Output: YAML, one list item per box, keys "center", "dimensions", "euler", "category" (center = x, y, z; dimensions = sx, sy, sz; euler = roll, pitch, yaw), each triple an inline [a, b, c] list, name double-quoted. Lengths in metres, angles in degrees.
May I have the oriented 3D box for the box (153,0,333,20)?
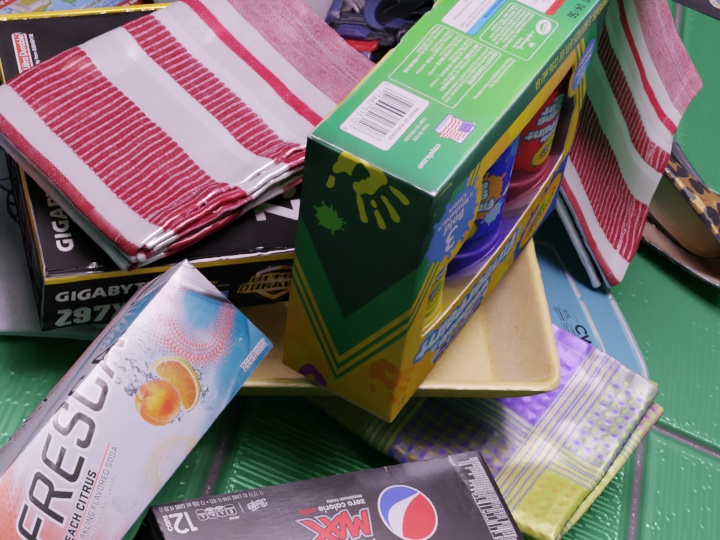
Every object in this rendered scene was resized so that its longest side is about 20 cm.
- center: [-0.081, -0.262, 1.071]
  dimensions: [0.106, 0.153, 0.200]
  euler: [3, 40, -33]
  category: "box"

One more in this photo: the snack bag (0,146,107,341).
- center: [-0.169, -0.037, 0.983]
  dimensions: [0.199, 0.021, 0.189]
  euler: [4, 49, -26]
  category: "snack bag"

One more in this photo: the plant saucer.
- center: [0.000, 0.000, 0.974]
  dimensions: [0.199, 0.049, 0.201]
  euler: [2, 50, -11]
  category: "plant saucer"

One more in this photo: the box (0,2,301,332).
- center: [-0.114, -0.065, 0.942]
  dimensions: [0.159, 0.049, 0.201]
  euler: [-5, 51, -18]
  category: "box"

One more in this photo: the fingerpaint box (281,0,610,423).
- center: [0.046, -0.049, 0.882]
  dimensions: [0.073, 0.167, 0.200]
  euler: [27, 49, 16]
  category: "fingerpaint box"

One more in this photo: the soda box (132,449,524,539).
- center: [-0.018, 0.148, 0.857]
  dimensions: [0.199, 0.071, 0.064]
  euler: [-5, 52, -33]
  category: "soda box"

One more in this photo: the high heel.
- center: [0.179, -0.051, 1.152]
  dimensions: [0.199, 0.072, 0.143]
  euler: [9, 40, -34]
  category: "high heel"

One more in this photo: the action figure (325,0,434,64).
- center: [0.060, -0.130, 1.076]
  dimensions: [0.193, 0.105, 0.200]
  euler: [-24, 23, -24]
  category: "action figure"

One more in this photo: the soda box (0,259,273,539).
- center: [-0.130, 0.090, 0.800]
  dimensions: [0.064, 0.068, 0.200]
  euler: [44, 60, -12]
  category: "soda box"

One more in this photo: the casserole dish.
- center: [0.116, 0.030, 1.070]
  dimensions: [0.121, 0.039, 0.201]
  euler: [0, 52, -29]
  category: "casserole dish"

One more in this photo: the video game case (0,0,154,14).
- center: [-0.228, -0.197, 1.070]
  dimensions: [0.200, 0.017, 0.143]
  euler: [39, 52, 18]
  category: "video game case"

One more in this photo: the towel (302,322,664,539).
- center: [0.062, 0.063, 0.980]
  dimensions: [0.200, 0.023, 0.144]
  euler: [34, 52, 17]
  category: "towel"

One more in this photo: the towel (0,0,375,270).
- center: [-0.087, -0.090, 0.914]
  dimensions: [0.200, 0.023, 0.144]
  euler: [-32, 61, -31]
  category: "towel"

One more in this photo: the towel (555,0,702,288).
- center: [0.166, -0.107, 1.088]
  dimensions: [0.144, 0.023, 0.201]
  euler: [59, 45, -37]
  category: "towel"

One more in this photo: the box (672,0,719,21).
- center: [0.141, -0.195, 0.966]
  dimensions: [0.199, 0.044, 0.160]
  euler: [15, 17, -30]
  category: "box"
